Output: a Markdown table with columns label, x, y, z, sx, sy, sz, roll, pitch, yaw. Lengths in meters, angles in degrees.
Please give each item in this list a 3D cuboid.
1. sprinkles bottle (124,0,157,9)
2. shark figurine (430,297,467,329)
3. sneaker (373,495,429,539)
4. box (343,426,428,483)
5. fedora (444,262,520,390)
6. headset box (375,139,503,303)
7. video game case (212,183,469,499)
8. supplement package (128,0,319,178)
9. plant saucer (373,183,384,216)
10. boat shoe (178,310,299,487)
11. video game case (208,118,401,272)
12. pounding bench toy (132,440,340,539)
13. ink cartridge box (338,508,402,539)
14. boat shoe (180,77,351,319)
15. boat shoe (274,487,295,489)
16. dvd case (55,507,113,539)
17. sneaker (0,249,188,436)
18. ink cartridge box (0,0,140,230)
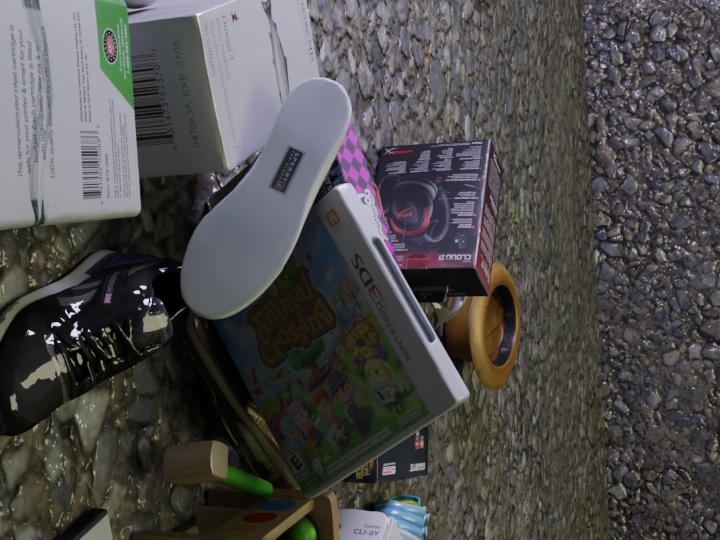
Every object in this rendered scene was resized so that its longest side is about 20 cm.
| label | x | y | z | sx | sy | sz | roll | pitch | yaw |
| --- | --- | --- | --- | --- | --- | --- | --- | --- | --- |
| sprinkles bottle | -0.201 | -0.234 | 0.798 | 0.200 | 0.067 | 0.069 | 6 | 83 | -69 |
| shark figurine | 0.117 | 0.004 | 1.622 | 0.127 | 0.089 | 0.218 | 18 | 59 | -33 |
| sneaker | 0.060 | 0.356 | 1.446 | 0.201 | 0.078 | 0.132 | 68 | 31 | -45 |
| box | 0.035 | 0.173 | 1.430 | 0.200 | 0.045 | 0.162 | 20 | 70 | -68 |
| fedora | 0.176 | 0.082 | 1.757 | 0.200 | 0.081 | 0.204 | -2 | 92 | -64 |
| headset box | 0.088 | -0.053 | 1.439 | 0.075 | 0.146 | 0.203 | 55 | 38 | -55 |
| video game case | -0.026 | 0.061 | 0.919 | 0.022 | 0.200 | 0.184 | -18 | 75 | -46 |
| supplement package | -0.123 | -0.158 | 0.933 | 0.200 | 0.116 | 0.119 | -49 | 132 | -60 |
| plant saucer | 0.000 | 0.000 | 1.073 | 0.200 | 0.036 | 0.203 | 34 | 43 | -73 |
| boat shoe | -0.108 | 0.120 | 1.034 | 0.201 | 0.064 | 0.073 | 59 | 25 | -20 |
| video game case | -0.045 | -0.006 | 0.979 | 0.035 | 0.181 | 0.203 | -5 | 71 | -42 |
| pounding bench toy | -0.095 | 0.223 | 0.978 | 0.156 | 0.122 | 0.204 | -19 | 107 | -68 |
| ink cartridge box | -0.021 | 0.325 | 1.144 | 0.084 | 0.143 | 0.202 | -66 | 148 | -44 |
| boat shoe | -0.069 | -0.050 | 0.879 | 0.066 | 0.069 | 0.202 | 103 | 12 | -77 |
| boat shoe | -0.067 | 0.106 | 1.125 | 0.066 | 0.073 | 0.204 | 11 | 79 | -73 |
| dvd case | -0.205 | 0.293 | 0.835 | 0.143 | 0.017 | 0.203 | -42 | 128 | -64 |
| sneaker | -0.181 | 0.040 | 0.813 | 0.200 | 0.086 | 0.077 | -58 | 141 | -55 |
| ink cartridge box | -0.222 | -0.099 | 0.716 | 0.200 | 0.082 | 0.149 | -13 | 102 | -69 |
